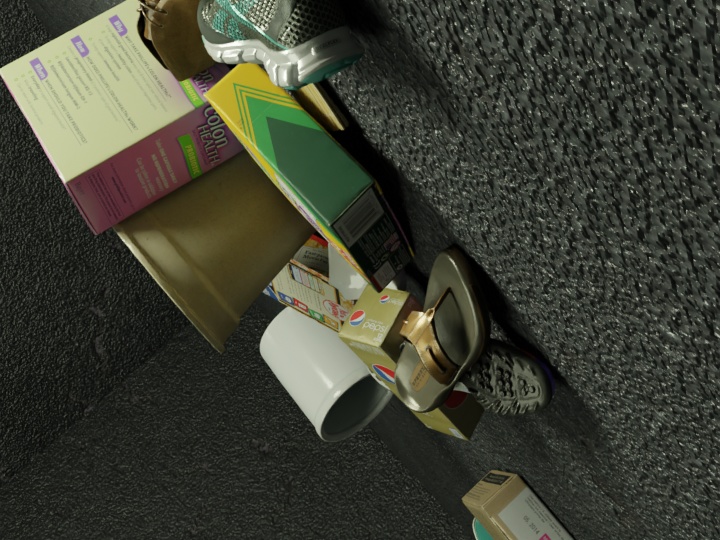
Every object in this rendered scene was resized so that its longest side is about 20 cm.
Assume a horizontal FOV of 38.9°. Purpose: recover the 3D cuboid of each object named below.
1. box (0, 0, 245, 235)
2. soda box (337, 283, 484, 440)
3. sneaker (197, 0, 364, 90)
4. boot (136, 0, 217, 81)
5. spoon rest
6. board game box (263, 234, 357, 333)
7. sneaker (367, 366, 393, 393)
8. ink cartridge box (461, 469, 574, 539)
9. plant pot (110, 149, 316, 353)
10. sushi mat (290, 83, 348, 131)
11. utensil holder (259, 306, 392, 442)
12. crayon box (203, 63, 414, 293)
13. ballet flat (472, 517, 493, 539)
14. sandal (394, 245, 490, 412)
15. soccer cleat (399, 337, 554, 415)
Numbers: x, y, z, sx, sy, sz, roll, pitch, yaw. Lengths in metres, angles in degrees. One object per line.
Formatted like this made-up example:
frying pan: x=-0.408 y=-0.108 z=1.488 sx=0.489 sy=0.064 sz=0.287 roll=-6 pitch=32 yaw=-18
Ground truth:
box: x=-0.238 y=-0.170 z=1.057 sx=0.176 sy=0.199 sz=0.097 roll=52 pitch=167 yaw=28
soda box: x=0.063 y=0.100 z=1.086 sx=0.064 sy=0.068 sz=0.200 roll=12 pitch=153 yaw=43
sneaker: x=-0.064 y=-0.188 z=0.687 sx=0.200 sy=0.077 sz=0.092 roll=31 pitch=144 yaw=55
boot: x=-0.173 y=-0.245 z=0.922 sx=0.074 sy=0.075 sz=0.201 roll=46 pitch=170 yaw=29
spoon rest: x=0.000 y=0.000 z=1.112 sx=0.099 sy=0.061 sz=0.200 roll=41 pitch=173 yaw=-4
board game box: x=-0.076 y=0.004 z=1.317 sx=0.198 sy=0.047 sz=0.152 roll=28 pitch=156 yaw=18
sneaker: x=0.039 y=0.105 z=1.380 sx=0.085 sy=0.074 sz=0.200 roll=50 pitch=-177 yaw=-44
ink cartridge box: x=0.248 y=0.388 z=1.472 sx=0.200 sy=0.075 sz=0.165 roll=50 pitch=170 yaw=3
plant pot: x=-0.150 y=-0.046 z=1.125 sx=0.201 sy=0.183 sz=0.201 roll=48 pitch=173 yaw=8
sushi mat: x=-0.080 y=-0.198 z=0.845 sx=0.201 sy=0.012 sz=0.096 roll=53 pitch=170 yaw=-22
utensil holder: x=-0.059 y=0.168 z=1.789 sx=0.200 sy=0.169 sz=0.170 roll=47 pitch=171 yaw=31
crayon box: x=-0.041 y=-0.082 z=0.934 sx=0.173 sy=0.058 sz=0.200 roll=45 pitch=176 yaw=21
ballet flat: x=0.299 y=0.566 z=2.027 sx=0.200 sy=0.069 sz=0.070 roll=46 pitch=171 yaw=16
sandal: x=0.059 y=0.063 z=0.897 sx=0.082 sy=0.054 sz=0.201 roll=56 pitch=147 yaw=25
soccer cleat: x=0.117 y=0.087 z=0.944 sx=0.199 sy=0.072 sz=0.069 roll=2 pitch=104 yaw=57
